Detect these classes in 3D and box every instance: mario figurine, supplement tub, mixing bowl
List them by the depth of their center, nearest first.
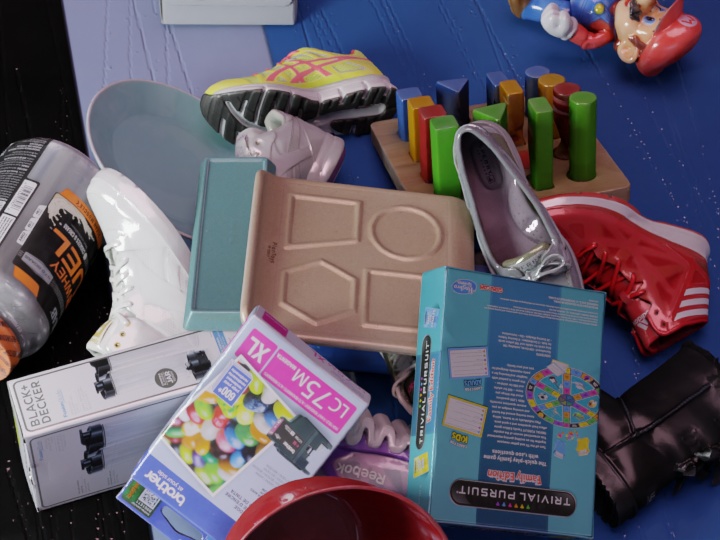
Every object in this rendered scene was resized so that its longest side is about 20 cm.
[{"bbox_3d":[-0.034,0.236,1.432,0.198,0.202,0.108,-15,23,-14],"label":"mixing bowl"},{"bbox_3d":[-0.304,-0.009,1.634,0.121,0.123,0.201,18,54,11],"label":"supplement tub"},{"bbox_3d":[0.252,-0.274,1.864,0.199,0.106,0.124,24,89,25],"label":"mario figurine"}]

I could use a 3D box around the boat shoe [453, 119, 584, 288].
[{"bbox_3d":[0.133,-0.034,1.595,0.074,0.065,0.204,-22,90,14],"label":"boat shoe"}]

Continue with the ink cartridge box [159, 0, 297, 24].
[{"bbox_3d":[-0.136,-0.370,1.904,0.144,0.145,0.202,-1,53,-3],"label":"ink cartridge box"}]

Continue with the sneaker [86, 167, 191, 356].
[{"bbox_3d":[-0.200,0.019,1.606,0.115,0.074,0.201,-37,94,-24],"label":"sneaker"}]

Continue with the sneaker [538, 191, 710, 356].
[{"bbox_3d":[0.230,0.006,1.646,0.198,0.079,0.117,10,54,-17],"label":"sneaker"}]

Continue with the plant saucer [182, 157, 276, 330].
[{"bbox_3d":[-0.111,-0.028,1.592,0.069,0.019,0.201,0,47,1],"label":"plant saucer"}]

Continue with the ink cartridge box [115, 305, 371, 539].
[{"bbox_3d":[-0.097,0.144,1.481,0.119,0.042,0.201,38,101,-3],"label":"ink cartridge box"}]

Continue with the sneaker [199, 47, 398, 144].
[{"bbox_3d":[-0.066,-0.174,1.801,0.198,0.079,0.091,-5,49,-25],"label":"sneaker"}]

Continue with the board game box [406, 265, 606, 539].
[{"bbox_3d":[0.117,0.108,1.490,0.149,0.047,0.202,9,79,-22],"label":"board game box"}]

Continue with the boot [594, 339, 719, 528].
[{"bbox_3d":[0.233,0.111,1.592,0.161,0.074,0.199,-28,65,-19],"label":"boot"}]

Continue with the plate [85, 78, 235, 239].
[{"bbox_3d":[-0.170,-0.096,1.723,0.199,0.026,0.201,26,38,-22],"label":"plate"}]

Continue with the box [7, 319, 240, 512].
[{"bbox_3d":[-0.187,0.120,1.542,0.198,0.117,0.060,-16,54,-13],"label":"box"}]

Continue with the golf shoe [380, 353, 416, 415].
[{"bbox_3d":[0.055,0.074,1.564,0.200,0.077,0.088,47,25,23],"label":"golf shoe"}]

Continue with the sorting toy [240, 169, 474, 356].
[{"bbox_3d":[0.000,0.000,1.571,0.198,0.037,0.186,10,46,-7],"label":"sorting toy"}]

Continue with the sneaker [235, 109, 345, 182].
[{"bbox_3d":[-0.087,-0.069,1.695,0.099,0.075,0.201,33,45,-7],"label":"sneaker"}]

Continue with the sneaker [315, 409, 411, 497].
[{"bbox_3d":[0.016,0.168,1.544,0.198,0.081,0.089,22,97,-8],"label":"sneaker"}]

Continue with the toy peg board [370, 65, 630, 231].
[{"bbox_3d":[0.126,-0.136,1.724,0.198,0.099,0.200,-10,34,-10],"label":"toy peg board"}]

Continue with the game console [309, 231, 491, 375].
[{"bbox_3d":[0.051,0.015,1.694,0.198,0.118,0.173,5,83,3],"label":"game console"}]
